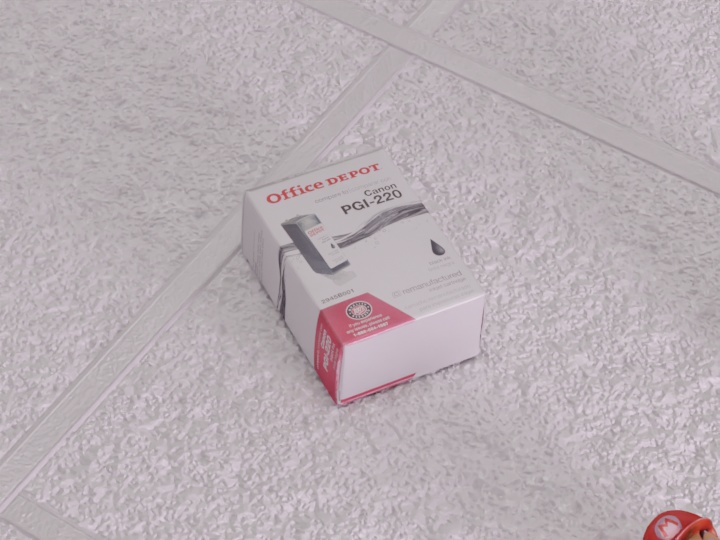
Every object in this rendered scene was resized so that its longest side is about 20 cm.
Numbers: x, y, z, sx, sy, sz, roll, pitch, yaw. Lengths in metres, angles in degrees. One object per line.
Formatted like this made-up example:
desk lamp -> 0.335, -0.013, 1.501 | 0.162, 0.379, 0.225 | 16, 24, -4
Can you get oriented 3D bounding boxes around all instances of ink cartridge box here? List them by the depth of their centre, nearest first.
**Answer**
ink cartridge box -> 0.000, 0.000, 1.696 | 0.145, 0.085, 0.200 | -19, 50, -20

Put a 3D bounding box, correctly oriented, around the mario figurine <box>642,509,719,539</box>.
mario figurine -> 0.294, 0.255, 1.469 | 0.200, 0.106, 0.123 | 44, 24, 21
